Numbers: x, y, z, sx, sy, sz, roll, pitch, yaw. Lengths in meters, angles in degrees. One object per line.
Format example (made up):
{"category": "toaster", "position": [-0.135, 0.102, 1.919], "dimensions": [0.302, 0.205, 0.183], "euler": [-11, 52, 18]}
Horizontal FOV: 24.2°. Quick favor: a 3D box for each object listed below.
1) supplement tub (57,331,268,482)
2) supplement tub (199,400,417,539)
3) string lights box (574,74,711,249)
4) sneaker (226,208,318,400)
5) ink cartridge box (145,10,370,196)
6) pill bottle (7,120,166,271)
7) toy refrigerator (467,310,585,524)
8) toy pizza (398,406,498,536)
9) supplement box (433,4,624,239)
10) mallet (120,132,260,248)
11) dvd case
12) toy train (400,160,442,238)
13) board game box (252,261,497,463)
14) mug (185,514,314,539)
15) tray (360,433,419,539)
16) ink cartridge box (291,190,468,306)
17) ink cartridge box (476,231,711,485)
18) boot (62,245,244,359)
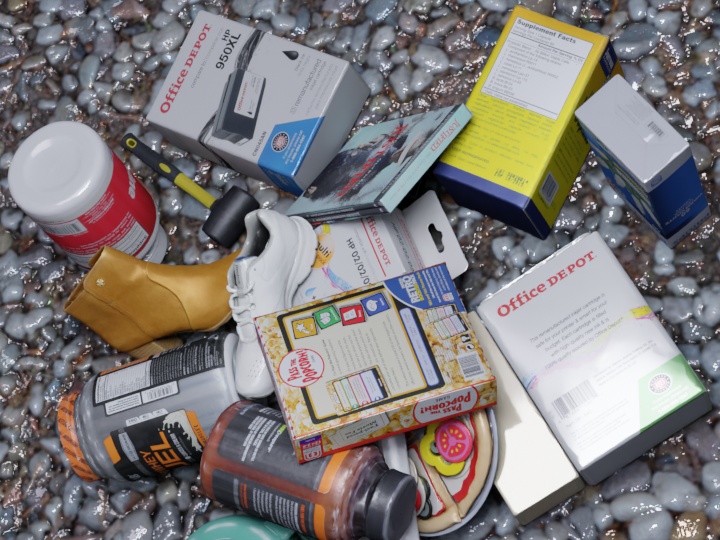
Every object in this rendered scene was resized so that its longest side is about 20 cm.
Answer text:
{"category": "supplement tub", "position": [-0.207, 0.148, 1.763], "dimensions": [0.200, 0.123, 0.123], "euler": [-19, 69, 13]}
{"category": "supplement tub", "position": [-0.048, 0.202, 1.628], "dimensions": [0.200, 0.107, 0.107], "euler": [17, 80, 23]}
{"category": "string lights box", "position": [0.279, -0.103, 1.639], "dimensions": [0.059, 0.200, 0.103], "euler": [-41, 65, 2]}
{"category": "sneaker", "position": [-0.105, 0.031, 1.701], "dimensions": [0.074, 0.087, 0.200], "euler": [-6, 69, 36]}
{"category": "ink cartridge box", "position": [-0.114, -0.183, 1.855], "dimensions": [0.200, 0.084, 0.145], "euler": [22, 81, 23]}
{"category": "pill bottle", "position": [-0.285, -0.066, 1.805], "dimensions": [0.112, 0.200, 0.112], "euler": [-8, 62, 15]}
{"category": "toy refrigerator", "position": [0.139, 0.148, 1.682], "dimensions": [0.076, 0.070, 0.200], "euler": [-33, 68, 2]}
{"category": "toy pizza", "position": [0.052, 0.166, 1.673], "dimensions": [0.200, 0.032, 0.201], "euler": [4, 95, 42]}
{"category": "supplement box", "position": [0.176, -0.152, 1.738], "dimensions": [0.109, 0.110, 0.200], "euler": [24, 83, 23]}
{"category": "mallet", "position": [-0.192, -0.107, 1.885], "dimensions": [0.066, 0.041, 0.200], "euler": [-47, 62, 1]}
{"category": "dvd case", "position": [0.015, -0.106, 1.734], "dimensions": [0.146, 0.022, 0.200], "euler": [-50, 22, -23]}
{"category": "toy train", "position": [0.046, -0.025, 1.782], "dimensions": [0.046, 0.034, 0.200], "euler": [12, 77, 24]}
{"category": "board game box", "position": [0.013, 0.086, 1.614], "dimensions": [0.200, 0.046, 0.152], "euler": [-15, 52, -7]}
{"category": "mug", "position": [-0.116, 0.307, 1.688], "dimensions": [0.152, 0.114, 0.185], "euler": [1, 74, 18]}
{"category": "tray", "position": [0.004, 0.209, 1.682], "dimensions": [0.107, 0.022, 0.200], "euler": [-12, 84, 42]}
{"category": "ink cartridge box", "position": [0.000, 0.000, 1.740], "dimensions": [0.200, 0.068, 0.115], "euler": [-35, 54, 18]}
{"category": "ink cartridge box", "position": [0.230, 0.086, 1.660], "dimensions": [0.145, 0.084, 0.200], "euler": [-33, 67, 4]}
{"category": "boot", "position": [-0.209, 0.012, 1.776], "dimensions": [0.201, 0.144, 0.071], "euler": [-44, 25, 21]}
